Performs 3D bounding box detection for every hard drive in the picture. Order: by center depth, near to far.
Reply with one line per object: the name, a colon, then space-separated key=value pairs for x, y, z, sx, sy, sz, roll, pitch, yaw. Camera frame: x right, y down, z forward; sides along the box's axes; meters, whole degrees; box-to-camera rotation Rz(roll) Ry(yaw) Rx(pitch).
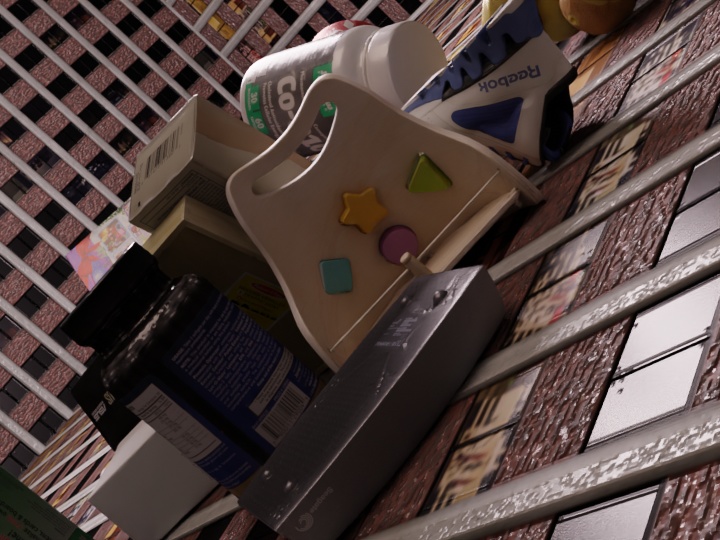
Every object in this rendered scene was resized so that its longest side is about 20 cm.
hard drive: x=0.008 y=0.086 z=0.689 sx=0.200 sy=0.042 sz=0.135 roll=-51 pitch=10 yaw=-14

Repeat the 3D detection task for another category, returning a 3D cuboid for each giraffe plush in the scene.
giraffe plush: x=0.206 y=-0.287 z=1.005 sx=0.172 sy=0.200 sz=0.162 roll=-39 pitch=42 yaw=-6

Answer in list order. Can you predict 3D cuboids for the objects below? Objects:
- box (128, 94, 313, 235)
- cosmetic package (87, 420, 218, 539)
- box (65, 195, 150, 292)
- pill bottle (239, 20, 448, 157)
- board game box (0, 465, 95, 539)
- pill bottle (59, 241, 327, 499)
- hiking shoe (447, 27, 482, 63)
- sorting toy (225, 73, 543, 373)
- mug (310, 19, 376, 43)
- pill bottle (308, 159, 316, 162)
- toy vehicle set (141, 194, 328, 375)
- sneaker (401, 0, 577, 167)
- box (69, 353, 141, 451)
box: x=-0.082 y=-0.048 z=0.899 sx=0.095 sy=0.200 sz=0.078 roll=-36 pitch=40 yaw=32
cosmetic package: x=-0.153 y=0.151 z=1.008 sx=0.200 sy=0.081 sz=0.113 roll=-46 pitch=10 yaw=18
box: x=-0.187 y=0.002 z=1.038 sx=0.137 sy=0.039 sz=0.200 roll=-42 pitch=50 yaw=-3
pill bottle: x=-0.017 y=-0.180 z=1.082 sx=0.199 sy=0.113 sz=0.113 roll=-8 pitch=36 yaw=42
board game box: x=-0.278 y=0.243 z=0.840 sx=0.029 sy=0.200 sz=0.135 roll=-37 pitch=15 yaw=53
pill bottle: x=-0.122 y=0.075 z=0.818 sx=0.112 sy=0.200 sz=0.112 roll=-46 pitch=11 yaw=11
hiking shoe: x=0.141 y=-0.235 z=1.288 sx=0.200 sy=0.076 sz=0.101 roll=-39 pitch=-4 yaw=33
sorting toy: x=0.000 y=-0.047 z=0.825 sx=0.200 sy=0.180 sz=0.107 roll=-47 pitch=11 yaw=4
mug: x=-0.006 y=-0.181 z=1.280 sx=0.178 sy=0.133 sz=0.200 roll=-58 pitch=32 yaw=35
pill bottle: x=-0.080 y=-0.061 z=1.160 sx=0.112 sy=0.199 sz=0.113 roll=178 pitch=90 yaw=-84
toy vehicle set: x=-0.092 y=0.024 z=0.897 sx=0.124 sy=0.200 sz=0.027 roll=-42 pitch=36 yaw=34
sneaker: x=0.101 y=-0.118 z=0.860 sx=0.199 sy=0.115 sz=0.081 roll=-41 pitch=6 yaw=48
box: x=-0.188 y=0.087 z=1.177 sx=0.164 sy=0.086 sz=0.200 roll=-46 pitch=-10 yaw=37
